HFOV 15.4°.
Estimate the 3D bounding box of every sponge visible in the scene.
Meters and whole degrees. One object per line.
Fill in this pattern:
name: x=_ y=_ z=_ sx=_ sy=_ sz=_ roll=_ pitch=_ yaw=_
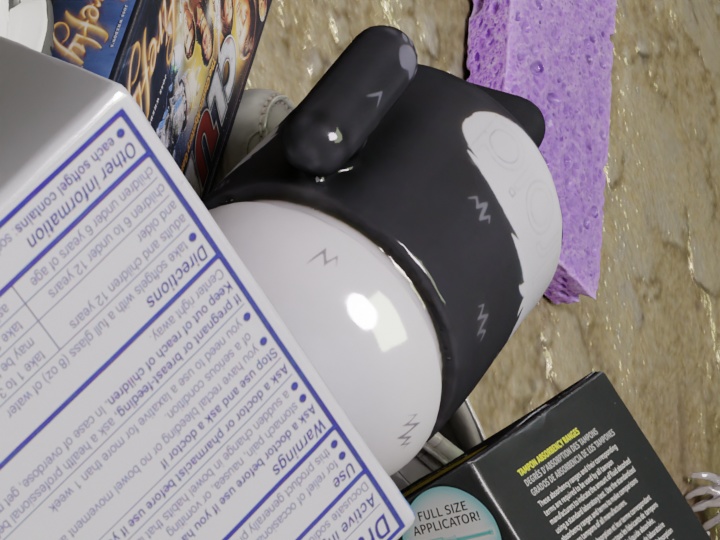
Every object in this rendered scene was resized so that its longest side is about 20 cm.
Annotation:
sponge: x=0.091 y=-0.096 z=1.360 sx=0.111 sy=0.030 sz=0.201 roll=38 pitch=50 yaw=-49

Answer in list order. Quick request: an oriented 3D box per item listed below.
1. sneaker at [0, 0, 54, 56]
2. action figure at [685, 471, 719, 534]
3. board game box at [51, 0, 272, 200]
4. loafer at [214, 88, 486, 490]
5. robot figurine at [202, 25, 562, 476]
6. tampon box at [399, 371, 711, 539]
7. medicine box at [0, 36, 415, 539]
sneaker: x=-0.161 y=-0.114 z=0.915 sx=0.115 sy=0.075 sz=0.201 roll=40 pitch=46 yaw=-30
action figure: x=0.221 y=0.149 z=1.436 sx=0.119 sy=0.102 sz=0.201 roll=-93 pitch=-155 yaw=-73
board game box: x=-0.075 y=-0.095 z=1.022 sx=0.136 sy=0.034 sz=0.201 roll=81 pitch=19 yaw=-51
loafer: x=-0.002 y=0.010 z=1.127 sx=0.201 sy=0.069 sz=0.070 roll=64 pitch=33 yaw=-25
robot figurine: x=-0.001 y=-0.002 z=1.006 sx=0.151 sy=0.124 sz=0.200 roll=56 pitch=42 yaw=-14
tampon box: x=0.071 y=0.172 z=1.061 sx=0.201 sy=0.150 sz=0.126 roll=57 pitch=33 yaw=4
medicine box: x=-0.112 y=0.063 z=0.815 sx=0.182 sy=0.103 sz=0.200 roll=-45 pitch=127 yaw=-16
